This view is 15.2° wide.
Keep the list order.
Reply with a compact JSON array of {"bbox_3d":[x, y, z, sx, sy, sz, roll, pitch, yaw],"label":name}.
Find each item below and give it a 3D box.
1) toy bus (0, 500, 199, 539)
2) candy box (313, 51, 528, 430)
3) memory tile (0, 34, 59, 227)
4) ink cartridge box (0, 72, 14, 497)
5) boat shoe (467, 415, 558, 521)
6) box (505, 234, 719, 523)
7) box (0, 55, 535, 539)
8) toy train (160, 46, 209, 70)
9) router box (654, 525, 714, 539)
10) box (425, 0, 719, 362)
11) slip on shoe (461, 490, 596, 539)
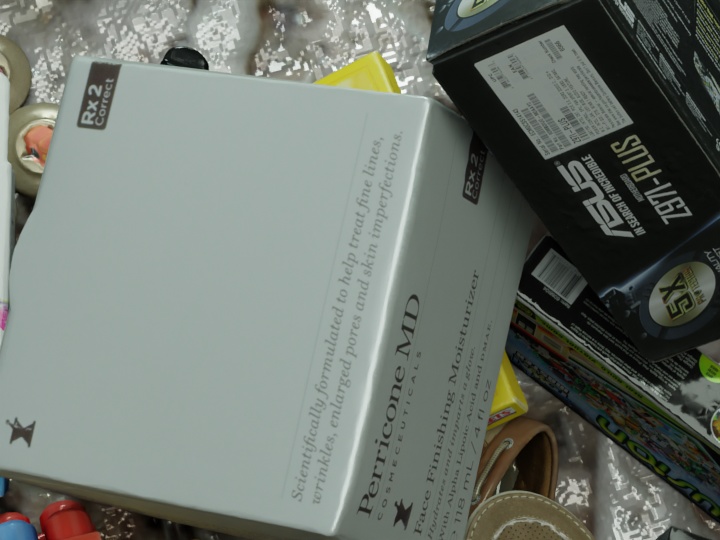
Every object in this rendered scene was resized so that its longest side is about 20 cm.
[{"bbox_3d":[-0.105,0.188,1.247,0.199,0.136,0.192,-9,60,-9],"label":"toy bus"},{"bbox_3d":[0.000,0.000,1.309,0.102,0.026,0.200,-26,66,9],"label":"candy box"},{"bbox_3d":[-0.244,-0.084,1.354,0.153,0.017,0.200,-39,82,-12],"label":"memory tile"},{"bbox_3d":[-0.223,0.007,1.286,0.115,0.068,0.201,2,88,-5],"label":"ink cartridge box"},{"bbox_3d":[0.050,0.158,1.270,0.072,0.076,0.201,-4,71,41],"label":"boat shoe"},{"bbox_3d":[0.152,0.069,1.295,0.200,0.110,0.035,37,76,6],"label":"box"},{"bbox_3d":[-0.045,0.021,1.232,0.200,0.131,0.199,9,81,30],"label":"box"},{"bbox_3d":[-0.118,-0.021,1.331,0.034,0.046,0.200,20,75,1],"label":"toy train"},{"bbox_3d":[0.191,0.241,1.282,0.157,0.052,0.200,18,75,0],"label":"router box"},{"bbox_3d":[0.123,-0.089,1.215,0.086,0.200,0.164,-22,36,27],"label":"box"},{"bbox_3d":[0.094,0.185,1.191,0.076,0.061,0.200,-11,65,-4],"label":"slip on shoe"}]
